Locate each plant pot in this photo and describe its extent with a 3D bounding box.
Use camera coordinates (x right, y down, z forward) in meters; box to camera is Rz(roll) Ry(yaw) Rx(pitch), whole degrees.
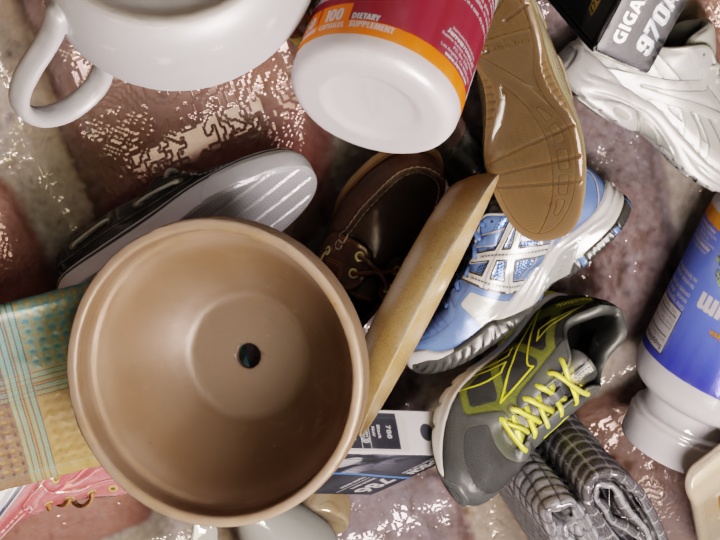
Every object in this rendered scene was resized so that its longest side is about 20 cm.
[{"bbox_3d":[-0.085,0.063,1.619,0.200,0.093,0.202,1,95,14],"label":"plant pot"},{"bbox_3d":[0.036,0.018,1.662,0.027,0.200,0.201,27,108,4],"label":"plant pot"}]

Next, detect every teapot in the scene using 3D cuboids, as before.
[{"bbox_3d":[-0.117,-0.187,1.582,0.199,0.198,0.146,4,154,5],"label":"teapot"}]

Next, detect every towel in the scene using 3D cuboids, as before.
[{"bbox_3d":[-0.175,0.069,1.686,0.199,0.022,0.147,-14,120,-10],"label":"towel"},{"bbox_3d":[0.178,0.194,1.839,0.085,0.166,0.200,-35,119,-4],"label":"towel"}]

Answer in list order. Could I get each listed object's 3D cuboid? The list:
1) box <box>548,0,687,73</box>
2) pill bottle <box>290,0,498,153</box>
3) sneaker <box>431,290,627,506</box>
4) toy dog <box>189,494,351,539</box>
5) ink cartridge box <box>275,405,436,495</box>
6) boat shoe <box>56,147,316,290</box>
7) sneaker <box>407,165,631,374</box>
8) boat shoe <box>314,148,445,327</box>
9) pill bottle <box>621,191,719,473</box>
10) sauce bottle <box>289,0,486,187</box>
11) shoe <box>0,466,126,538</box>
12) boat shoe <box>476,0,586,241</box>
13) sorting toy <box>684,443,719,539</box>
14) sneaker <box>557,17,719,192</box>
[{"bbox_3d":[0.196,-0.249,1.631,0.046,0.159,0.201,21,109,-20],"label":"box"},{"bbox_3d":[0.034,-0.186,1.594,0.112,0.201,0.113,14,150,8],"label":"pill bottle"},{"bbox_3d":[0.121,0.084,1.762,0.075,0.084,0.200,49,54,-24],"label":"sneaker"},{"bbox_3d":[-0.090,0.190,1.803,0.096,0.132,0.200,-28,116,36],"label":"toy dog"},{"bbox_3d":[-0.008,0.130,1.758,0.199,0.039,0.099,3,157,-42],"label":"ink cartridge box"},{"bbox_3d":[-0.128,-0.038,1.691,0.199,0.071,0.072,-28,138,3],"label":"boat shoe"},{"bbox_3d":[0.101,-0.006,1.782,0.200,0.076,0.077,-44,101,4],"label":"sneaker"},{"bbox_3d":[0.000,0.000,1.720,0.070,0.070,0.200,20,124,-22],"label":"boat shoe"},{"bbox_3d":[0.273,0.049,1.824,0.112,0.112,0.201,17,109,-22],"label":"pill bottle"},{"bbox_3d":[0.024,-0.129,1.696,0.066,0.066,0.200,-43,119,7],"label":"sauce bottle"},{"bbox_3d":[-0.217,0.150,1.758,0.091,0.071,0.200,35,97,-21],"label":"shoe"},{"bbox_3d":[0.117,-0.121,1.708,0.071,0.065,0.201,-8,108,14],"label":"boat shoe"},{"bbox_3d":[0.332,0.144,1.866,0.185,0.037,0.200,-37,155,-3],"label":"sorting toy"},{"bbox_3d":[0.236,-0.126,1.752,0.200,0.078,0.100,31,100,-27],"label":"sneaker"}]
